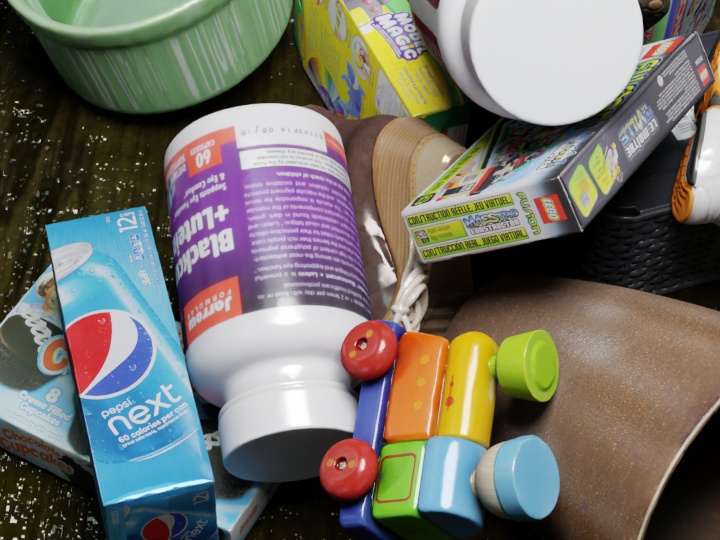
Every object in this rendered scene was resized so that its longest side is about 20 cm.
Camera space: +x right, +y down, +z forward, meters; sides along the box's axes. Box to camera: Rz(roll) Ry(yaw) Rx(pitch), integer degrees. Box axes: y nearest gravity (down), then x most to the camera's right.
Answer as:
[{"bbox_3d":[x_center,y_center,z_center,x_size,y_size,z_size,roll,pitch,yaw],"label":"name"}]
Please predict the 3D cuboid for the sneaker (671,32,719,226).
[{"bbox_3d":[0.257,-0.099,1.161,0.091,0.076,0.201,18,59,2],"label":"sneaker"}]

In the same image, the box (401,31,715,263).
[{"bbox_3d":[0.118,-0.073,1.079,0.110,0.035,0.200,-12,21,38],"label":"box"}]

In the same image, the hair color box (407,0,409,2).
[{"bbox_3d":[0.104,-0.205,1.332,0.199,0.099,0.061,29,53,19],"label":"hair color box"}]

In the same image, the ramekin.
[{"bbox_3d":[-0.142,-0.203,1.293,0.199,0.098,0.201,-8,51,10],"label":"ramekin"}]

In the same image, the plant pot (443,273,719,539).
[{"bbox_3d":[0.143,0.085,1.065,0.186,0.188,0.200,-34,45,-27],"label":"plant pot"}]

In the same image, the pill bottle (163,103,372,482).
[{"bbox_3d":[-0.051,0.015,1.079,0.111,0.112,0.201,-6,64,-8],"label":"pill bottle"}]

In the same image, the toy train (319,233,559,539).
[{"bbox_3d":[0.057,0.051,1.011,0.115,0.085,0.201,-10,57,34],"label":"toy train"}]

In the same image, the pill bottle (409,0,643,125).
[{"bbox_3d":[0.095,-0.150,1.082,0.113,0.115,0.200,-2,16,-5],"label":"pill bottle"}]

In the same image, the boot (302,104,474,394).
[{"bbox_3d":[0.000,0.000,1.171,0.072,0.201,0.166,7,6,-38],"label":"boot"}]

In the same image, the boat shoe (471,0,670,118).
[{"bbox_3d":[0.119,-0.165,1.249,0.075,0.199,0.074,-4,70,-50],"label":"boat shoe"}]

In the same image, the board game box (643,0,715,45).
[{"bbox_3d":[0.224,-0.212,1.280,0.029,0.201,0.135,24,54,15],"label":"board game box"}]

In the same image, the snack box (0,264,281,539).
[{"bbox_3d":[-0.135,0.082,1.124,0.199,0.037,0.116,23,52,15],"label":"snack box"}]

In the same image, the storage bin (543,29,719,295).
[{"bbox_3d":[0.216,-0.073,1.235,0.199,0.094,0.136,-14,53,-15],"label":"storage bin"}]

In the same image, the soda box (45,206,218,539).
[{"bbox_3d":[-0.133,0.062,1.071,0.064,0.068,0.201,-12,53,-10],"label":"soda box"}]

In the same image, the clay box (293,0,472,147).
[{"bbox_3d":[0.009,-0.137,1.262,0.047,0.115,0.201,-16,54,-17],"label":"clay box"}]
